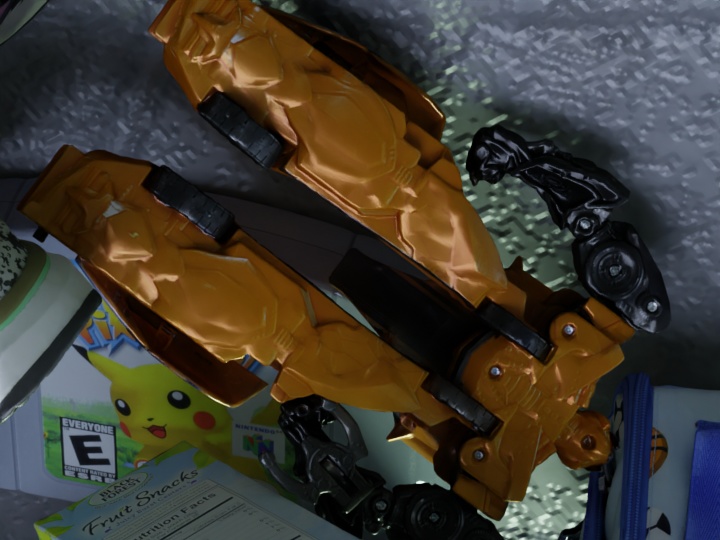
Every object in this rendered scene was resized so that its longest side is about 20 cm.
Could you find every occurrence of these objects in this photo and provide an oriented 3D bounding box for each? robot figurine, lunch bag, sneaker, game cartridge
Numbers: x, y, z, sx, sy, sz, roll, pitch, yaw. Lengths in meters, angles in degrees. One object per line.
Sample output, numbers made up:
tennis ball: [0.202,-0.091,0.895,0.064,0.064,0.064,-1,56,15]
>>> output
robot figurine: [0.000,0.000,0.915,0.200,0.058,0.145,37,88,-11]
lunch bag: [0.099,0.135,0.940,0.075,0.200,0.160,6,139,2]
sneaker: [-0.153,-0.012,0.897,0.089,0.077,0.200,53,159,-24]
game cartridge: [-0.063,0.031,1.007,0.200,0.040,0.134,9,127,9]

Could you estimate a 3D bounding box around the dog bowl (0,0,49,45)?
dog bowl: [-0.178,-0.128,0.854,0.200,0.074,0.200,3,120,5]

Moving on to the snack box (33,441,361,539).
snack box: [-0.009,0.162,0.892,0.200,0.068,0.169,22,134,53]
